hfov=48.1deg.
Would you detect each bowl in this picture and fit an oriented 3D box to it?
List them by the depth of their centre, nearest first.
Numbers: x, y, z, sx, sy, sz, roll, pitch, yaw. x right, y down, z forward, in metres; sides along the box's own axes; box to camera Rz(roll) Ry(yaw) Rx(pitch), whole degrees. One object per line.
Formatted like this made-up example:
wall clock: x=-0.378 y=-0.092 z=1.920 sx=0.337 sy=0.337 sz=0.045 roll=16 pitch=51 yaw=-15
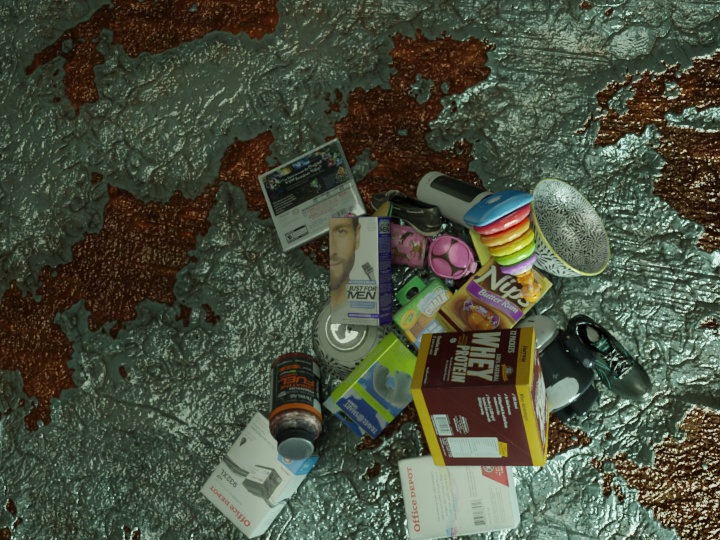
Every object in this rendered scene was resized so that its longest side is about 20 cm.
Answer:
bowl: x=0.368 y=-0.063 z=1.532 sx=0.094 sy=0.198 sz=0.204 roll=-39 pitch=68 yaw=46
bowl: x=-0.019 y=0.121 z=1.625 sx=0.197 sy=0.094 sz=0.205 roll=-3 pitch=79 yaw=13

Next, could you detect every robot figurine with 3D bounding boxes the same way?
robot figurine: x=0.351 y=0.179 z=1.494 sx=0.150 sy=0.125 sz=0.201 roll=-38 pitch=89 yaw=9

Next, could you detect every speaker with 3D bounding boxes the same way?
speaker: x=0.193 y=-0.133 z=1.573 sx=0.082 sy=0.081 sz=0.199 roll=-56 pitch=35 yaw=0

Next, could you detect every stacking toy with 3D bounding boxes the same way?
stacking toy: x=0.275 y=-0.036 z=1.439 sx=0.115 sy=0.110 sz=0.203 roll=-27 pitch=103 yaw=-6

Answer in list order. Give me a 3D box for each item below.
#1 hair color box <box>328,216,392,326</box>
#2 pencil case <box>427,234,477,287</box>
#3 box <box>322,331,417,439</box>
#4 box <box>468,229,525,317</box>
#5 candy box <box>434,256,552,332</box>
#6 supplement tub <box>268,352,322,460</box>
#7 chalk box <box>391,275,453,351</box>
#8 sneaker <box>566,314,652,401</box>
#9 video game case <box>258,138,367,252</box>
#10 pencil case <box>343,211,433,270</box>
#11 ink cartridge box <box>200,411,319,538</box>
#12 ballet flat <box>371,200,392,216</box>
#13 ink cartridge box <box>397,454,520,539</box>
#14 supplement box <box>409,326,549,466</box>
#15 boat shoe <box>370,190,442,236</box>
hair color box: x=0.000 y=0.000 z=1.526 sx=0.108 sy=0.065 sz=0.204 roll=0 pitch=92 yaw=29
pencil case: x=0.181 y=-0.019 z=1.546 sx=0.092 sy=0.200 sz=0.093 roll=13 pitch=94 yaw=11
box: x=0.035 y=0.234 z=1.585 sx=0.200 sy=0.048 sz=0.122 roll=-46 pitch=111 yaw=2
box: x=0.266 y=0.002 z=1.584 sx=0.049 sy=0.075 sz=0.203 roll=-20 pitch=75 yaw=7
candy box: x=0.244 y=0.056 z=1.483 sx=0.117 sy=0.057 sz=0.200 roll=44 pitch=66 yaw=11
supplement tub: x=-0.126 y=0.265 z=1.575 sx=0.105 sy=0.108 sz=0.202 roll=-17 pitch=42 yaw=11
chalk box: x=0.148 y=0.100 z=1.569 sx=0.124 sy=0.124 sz=0.201 roll=-42 pitch=74 yaw=4
sneaker: x=0.460 y=0.164 z=1.503 sx=0.075 sy=0.079 sz=0.200 roll=-45 pitch=74 yaw=2
video game case: x=-0.104 y=-0.161 z=1.737 sx=0.197 sy=0.023 sz=0.185 roll=-24 pitch=75 yaw=10
pencil case: x=0.052 y=-0.060 z=1.645 sx=0.196 sy=0.087 sz=0.084 roll=13 pitch=76 yaw=14
ink cartridge box: x=-0.202 y=0.408 z=1.623 sx=0.144 sy=0.084 sz=0.201 roll=37 pitch=90 yaw=17
ballet flat: x=0.013 y=-0.041 z=1.576 sx=0.062 sy=0.069 sz=0.204 roll=13 pitch=99 yaw=-2
ink cartridge box: x=0.183 y=0.407 z=1.493 sx=0.196 sy=0.145 sz=0.148 roll=-10 pitch=77 yaw=12
supplement box: x=0.211 y=0.219 z=1.386 sx=0.196 sy=0.200 sz=0.134 roll=-5 pitch=37 yaw=20
boat shoe: x=0.093 y=-0.132 z=1.624 sx=0.199 sy=0.066 sz=0.058 roll=33 pitch=133 yaw=44
